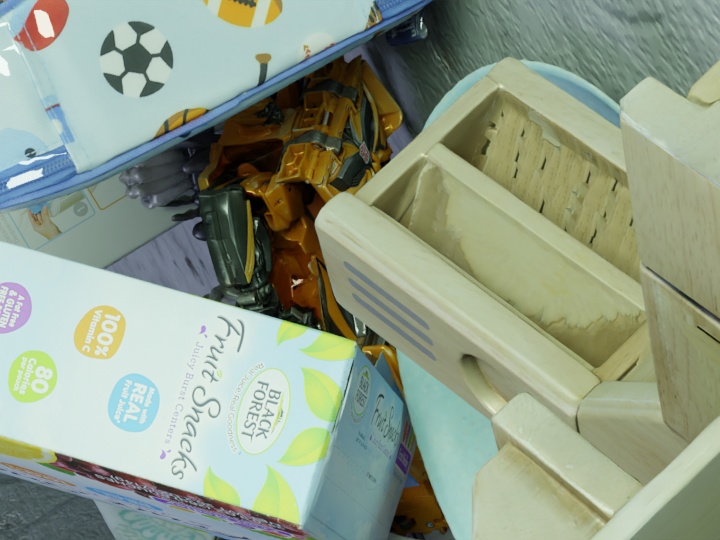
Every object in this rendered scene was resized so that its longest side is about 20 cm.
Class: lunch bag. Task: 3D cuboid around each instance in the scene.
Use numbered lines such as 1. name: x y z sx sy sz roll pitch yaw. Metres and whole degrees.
1. lunch bag: -0.072 -0.079 0.970 0.076 0.200 0.160 66 161 -5

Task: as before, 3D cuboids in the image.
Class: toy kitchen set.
1. toy kitchen set: 0.038 0.003 0.696 0.180 0.163 0.200 37 159 29

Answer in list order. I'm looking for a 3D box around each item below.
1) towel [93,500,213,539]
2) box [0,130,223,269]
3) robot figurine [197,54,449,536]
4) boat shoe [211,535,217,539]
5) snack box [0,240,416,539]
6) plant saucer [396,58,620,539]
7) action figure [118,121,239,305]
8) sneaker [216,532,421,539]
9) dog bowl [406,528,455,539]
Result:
1. towel: -0.070 0.087 1.496 0.200 0.171 0.048 71 -160 -48
2. box: -0.158 -0.042 1.418 0.101 0.200 0.112 59 169 -5
3. robot figurine: 0.000 0.000 1.100 0.145 0.058 0.200 -74 -32 -43
4. boat shoe: -0.025 0.083 1.318 0.201 0.072 0.066 -54 -40 -60
5. snack box: -0.090 0.041 0.970 0.200 0.068 0.169 17 171 10
6. plant saucer: 0.077 0.030 0.903 0.201 0.039 0.201 30 126 53
7. action figure: -0.051 -0.021 1.277 0.200 0.102 0.119 -138 31 -60
8. sneaker: 0.039 0.148 1.122 0.200 0.077 0.089 15 153 19
9. dog bowl: 0.063 0.166 1.244 0.200 0.074 0.200 155 90 -90
